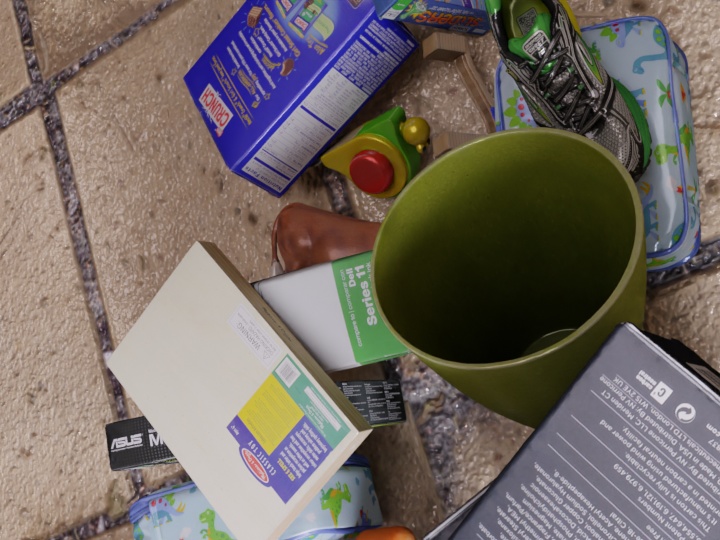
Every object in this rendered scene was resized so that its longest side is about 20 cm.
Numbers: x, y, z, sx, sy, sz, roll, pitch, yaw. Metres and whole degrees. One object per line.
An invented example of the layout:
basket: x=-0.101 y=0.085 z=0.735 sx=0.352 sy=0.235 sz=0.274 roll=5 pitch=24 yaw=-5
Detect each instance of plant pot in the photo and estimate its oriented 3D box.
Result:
plant pot: x=0.130 y=0.034 z=0.732 sx=0.185 sy=0.200 sz=0.189 roll=-14 pitch=52 yaw=19

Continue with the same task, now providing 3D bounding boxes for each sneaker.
sneaker: x=0.147 y=-0.142 z=0.763 sx=0.078 sy=0.085 sz=0.202 roll=-37 pitch=69 yaw=22

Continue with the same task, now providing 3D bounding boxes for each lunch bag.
lunch bag: x=-0.090 y=0.218 z=0.885 sx=0.198 sy=0.160 sz=0.084 roll=-22 pitch=70 yaw=21
lunch bag: x=0.190 y=-0.097 z=0.827 sx=0.159 sy=0.082 sz=0.203 roll=-8 pitch=80 yaw=27

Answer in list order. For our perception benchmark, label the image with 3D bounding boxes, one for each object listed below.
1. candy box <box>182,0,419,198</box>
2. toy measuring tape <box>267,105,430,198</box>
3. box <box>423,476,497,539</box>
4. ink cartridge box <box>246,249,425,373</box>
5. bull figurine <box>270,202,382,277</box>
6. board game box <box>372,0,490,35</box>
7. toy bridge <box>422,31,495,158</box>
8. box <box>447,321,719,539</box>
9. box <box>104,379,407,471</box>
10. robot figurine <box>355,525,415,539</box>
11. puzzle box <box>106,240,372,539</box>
candy box: x=-0.063 y=-0.198 z=0.956 sx=0.200 sy=0.077 sz=0.170 roll=-45 pitch=47 yaw=14
toy measuring tape: x=-0.006 y=-0.091 z=0.952 sx=0.199 sy=0.073 sz=0.075 roll=-23 pitch=72 yaw=41
box: x=0.183 y=0.178 z=0.728 sx=0.200 sy=0.196 sz=0.124 roll=-44 pitch=67 yaw=16
ink cartridge box: x=-0.030 y=0.037 z=0.828 sx=0.198 sy=0.146 sz=0.084 roll=-15 pitch=90 yaw=24
bull figurine: x=0.000 y=0.000 z=0.926 sx=0.198 sy=0.065 sz=0.123 roll=15 pitch=93 yaw=30
board game box: x=0.046 y=-0.313 z=0.904 sx=0.034 sy=0.134 sz=0.203 roll=-33 pitch=67 yaw=45
toy bridge: x=0.098 y=-0.108 z=0.887 sx=0.027 sy=0.066 sz=0.203 roll=-27 pitch=66 yaw=59
box: x=0.140 y=0.142 z=0.561 sx=0.107 sy=0.148 sz=0.201 roll=41 pitch=102 yaw=25
box: x=-0.085 y=0.133 z=0.878 sx=0.191 sy=0.199 sz=0.048 roll=-18 pitch=77 yaw=26
robot figurine: x=0.024 y=0.285 z=0.783 sx=0.198 sy=0.117 sz=0.145 roll=-12 pitch=45 yaw=43
puzzle box: x=-0.097 y=0.094 z=0.761 sx=0.200 sy=0.025 sz=0.133 roll=48 pitch=108 yaw=21
